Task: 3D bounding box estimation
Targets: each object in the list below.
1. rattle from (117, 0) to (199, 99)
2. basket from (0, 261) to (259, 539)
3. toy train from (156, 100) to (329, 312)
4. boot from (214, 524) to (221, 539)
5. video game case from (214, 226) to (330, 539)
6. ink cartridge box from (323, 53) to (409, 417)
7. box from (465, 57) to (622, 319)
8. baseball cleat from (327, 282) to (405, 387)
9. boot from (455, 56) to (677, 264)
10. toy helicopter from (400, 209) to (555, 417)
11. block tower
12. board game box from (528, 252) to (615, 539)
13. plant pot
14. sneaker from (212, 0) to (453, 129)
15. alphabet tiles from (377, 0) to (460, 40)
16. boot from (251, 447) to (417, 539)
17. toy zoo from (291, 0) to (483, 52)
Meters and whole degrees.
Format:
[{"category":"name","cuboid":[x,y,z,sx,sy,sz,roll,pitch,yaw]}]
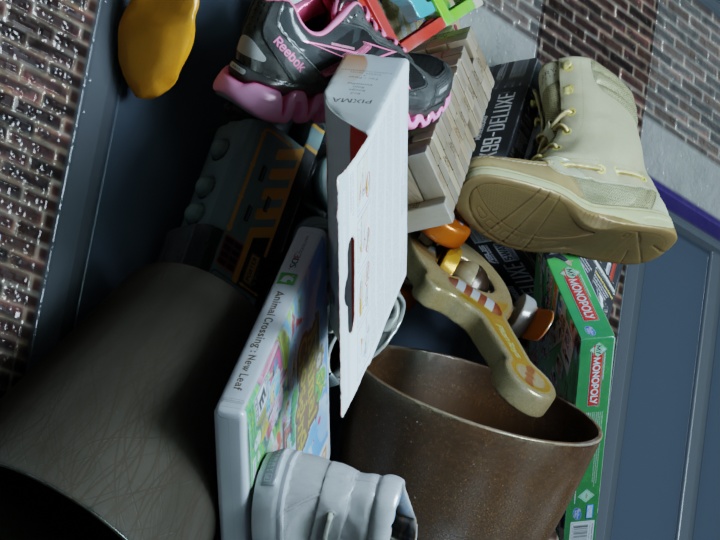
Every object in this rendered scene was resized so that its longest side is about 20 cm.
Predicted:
[{"category":"rattle","cuboid":[-0.088,-0.217,1.365,0.200,0.129,0.144,-68,154,-65]},{"category":"basket","cuboid":[-0.143,0.101,1.233,0.180,0.136,0.201,37,49,-9]},{"category":"toy train","cuboid":[-0.071,-0.027,1.370,0.114,0.085,0.201,36,61,-33]},{"category":"boot","cuboid":[-0.072,0.190,1.364,0.199,0.077,0.140,24,65,-49]},{"category":"video game case","cuboid":[-0.052,0.105,1.272,0.183,0.022,0.201,-67,162,-50]},{"category":"ink cartridge box","cuboid":[-0.009,-0.026,1.259,0.200,0.050,0.163,-60,153,-60]},{"category":"box","cuboid":[0.150,-0.048,1.645,0.200,0.049,0.158,51,44,-37]},{"category":"baseball cleat","cuboid":[0.000,0.000,1.430,0.070,0.106,0.201,37,59,-37]},{"category":"boot","cuboid":[0.146,-0.094,1.537,0.199,0.073,0.156,10,55,-30]},{"category":"toy helicopter","cuboid":[0.096,0.040,1.475,0.132,0.200,0.079,23,115,-36]},{"category":"block tower","cuboid":[0.051,-0.107,1.465,0.058,0.054,0.201,63,26,-30]},{"category":"board game box","cuboid":[0.159,0.095,1.564,0.135,0.029,0.201,-106,-166,-55]},{"category":"plant pot","cuboid":[0.055,0.180,1.448,0.186,0.186,0.201,5,107,-50]},{"category":"sneaker","cuboid":[-0.006,-0.150,1.359,0.199,0.079,0.096,-3,112,-45]},{"category":"alphabet tiles","cuboid":[0.046,-0.144,1.552,0.166,0.006,0.202,-34,115,-55]},{"category":"boot","cuboid":[-0.012,0.193,1.243,0.201,0.095,0.074,87,17,-47]},{"category":"toy zoo","cuboid":[-0.004,-0.212,1.466,0.200,0.020,0.132,-36,101,-39]}]
